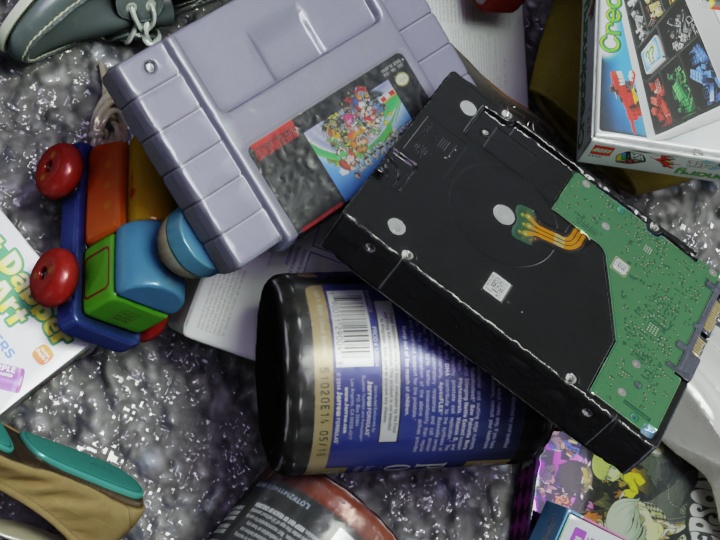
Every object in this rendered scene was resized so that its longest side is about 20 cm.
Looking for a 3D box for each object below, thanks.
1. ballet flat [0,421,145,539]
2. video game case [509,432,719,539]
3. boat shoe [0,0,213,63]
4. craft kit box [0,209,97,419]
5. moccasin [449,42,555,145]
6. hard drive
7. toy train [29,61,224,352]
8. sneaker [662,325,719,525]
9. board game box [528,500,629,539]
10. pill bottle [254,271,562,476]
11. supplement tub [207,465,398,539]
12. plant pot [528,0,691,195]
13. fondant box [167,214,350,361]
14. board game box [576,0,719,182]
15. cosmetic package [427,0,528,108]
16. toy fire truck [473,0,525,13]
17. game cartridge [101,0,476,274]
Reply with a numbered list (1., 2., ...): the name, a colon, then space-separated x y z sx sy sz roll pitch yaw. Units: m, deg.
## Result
1. ballet flat: -0.201 0.107 0.860 0.200 0.069 0.063 37 91 -35
2. video game case: 0.192 0.130 1.039 0.180 0.036 0.201 15 71 -13
3. boat shoe: -0.134 -0.176 0.995 0.200 0.073 0.062 -35 84 -29
4. craft kit box: -0.285 0.024 0.903 0.197 0.049 0.200 -40 90 -27
5. moccasin: 0.030 -0.120 0.986 0.200 0.078 0.074 29 84 -12
6. hard drive: 0.093 -0.002 0.849 0.199 0.038 0.140 36 49 0
7. toy train: -0.123 -0.064 0.925 0.084 0.115 0.201 25 51 -41
8. sneaker: 0.260 0.123 1.009 0.088 0.075 0.201 -29 84 -35
9. board game box: 0.172 0.252 0.969 0.199 0.040 0.154 28 84 -12
10. pill bottle: 0.045 0.055 0.893 0.198 0.112 0.113 -1 75 -12
11. supplement tub: -0.068 0.212 0.888 0.107 0.107 0.200 41 67 -4
12. plant pot: 0.195 -0.134 1.049 0.200 0.200 0.142 44 91 -3
13. fondant box: 0.000 0.000 0.971 0.199 0.058 0.145 20 87 -16
14. board game box: 0.191 -0.149 0.907 0.125 0.035 0.201 8 69 -6
15. cosmetic package: 0.032 -0.156 1.057 0.150 0.052 0.202 4 74 -19
16. toy fire truck: 0.087 -0.274 0.991 0.111 0.168 0.202 -4 75 -19
17. game cartridge: -0.029 -0.098 0.883 0.200 0.038 0.130 -36 93 -31
